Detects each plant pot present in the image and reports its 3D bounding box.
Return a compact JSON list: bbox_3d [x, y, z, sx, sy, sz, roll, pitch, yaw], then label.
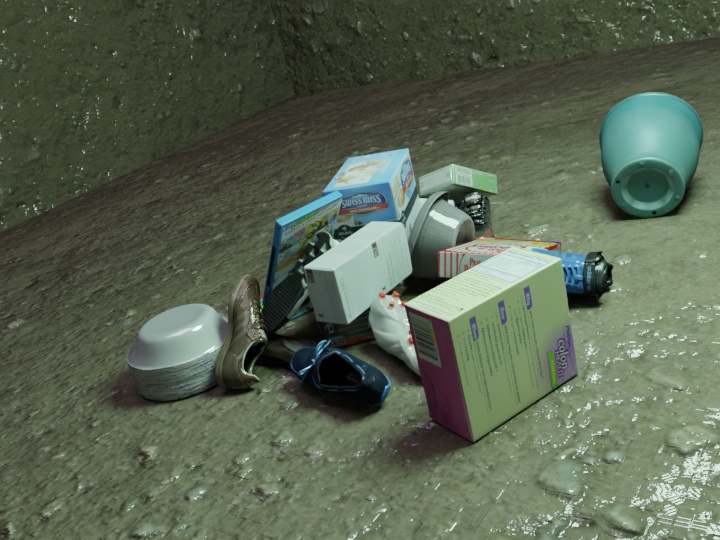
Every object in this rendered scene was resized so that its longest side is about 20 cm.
[{"bbox_3d":[0.561,-0.209,1.587,0.198,0.201,0.189,-5,38,25],"label":"plant pot"}]

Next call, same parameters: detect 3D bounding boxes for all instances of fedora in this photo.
[{"bbox_3d":[0.150,-0.045,1.494,0.090,0.201,0.177,23,45,18],"label":"fedora"}]

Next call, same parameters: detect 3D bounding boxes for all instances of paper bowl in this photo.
[{"bbox_3d":[-0.307,0.130,1.425,0.198,0.105,0.201,-14,20,5],"label":"paper bowl"}]

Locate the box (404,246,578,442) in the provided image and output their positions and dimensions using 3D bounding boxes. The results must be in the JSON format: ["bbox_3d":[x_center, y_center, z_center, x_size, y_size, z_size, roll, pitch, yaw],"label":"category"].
[{"bbox_3d":[0.177,0.092,1.088,0.199,0.178,0.096,-26,24,-26],"label":"box"}]

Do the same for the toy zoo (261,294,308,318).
[{"bbox_3d":[-0.136,0.058,1.602,0.198,0.021,0.131,-24,23,-21],"label":"toy zoo"}]

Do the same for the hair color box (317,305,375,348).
[{"bbox_3d":[-0.020,0.061,1.458,0.110,0.065,0.200,-14,20,2],"label":"hair color box"}]

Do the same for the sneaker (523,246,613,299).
[{"bbox_3d":[0.328,0.004,1.290,0.110,0.078,0.199,5,1,41],"label":"sneaker"}]

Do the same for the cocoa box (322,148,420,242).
[{"bbox_3d":[0.026,-0.132,1.539,0.132,0.133,0.200,-6,24,17],"label":"cocoa box"}]

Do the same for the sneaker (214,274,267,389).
[{"bbox_3d":[-0.182,0.103,1.366,0.075,0.071,0.202,0,65,21],"label":"sneaker"}]

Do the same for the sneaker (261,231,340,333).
[{"bbox_3d":[-0.089,0.038,1.403,0.200,0.088,0.074,-50,43,3],"label":"sneaker"}]

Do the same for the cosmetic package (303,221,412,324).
[{"bbox_3d":[0.000,0.000,1.371,0.073,0.103,0.200,4,28,37],"label":"cosmetic package"}]

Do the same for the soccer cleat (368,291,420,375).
[{"bbox_3d":[0.070,0.112,1.280,0.069,0.078,0.200,3,31,-29],"label":"soccer cleat"}]

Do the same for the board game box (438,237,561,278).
[{"bbox_3d":[0.244,-0.019,1.413,0.150,0.047,0.199,5,11,30],"label":"board game box"}]

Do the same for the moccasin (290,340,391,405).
[{"bbox_3d":[-0.040,0.143,1.221,0.199,0.068,0.081,5,70,44],"label":"moccasin"}]

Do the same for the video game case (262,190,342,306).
[{"bbox_3d":[-0.102,-0.034,1.418,0.018,0.201,0.143,40,48,24],"label":"video game case"}]

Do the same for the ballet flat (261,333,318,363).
[{"bbox_3d":[-0.129,0.136,1.381,0.199,0.047,0.067,13,11,40],"label":"ballet flat"}]

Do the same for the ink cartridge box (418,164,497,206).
[{"bbox_3d":[0.175,-0.168,1.763,0.144,0.049,0.199,6,-14,-41],"label":"ink cartridge box"}]

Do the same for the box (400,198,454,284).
[{"bbox_3d":[0.090,-0.063,1.644,0.124,0.098,0.199,9,31,45],"label":"box"}]

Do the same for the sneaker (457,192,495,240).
[{"bbox_3d":[0.231,-0.101,1.644,0.070,0.099,0.201,-9,23,10],"label":"sneaker"}]
